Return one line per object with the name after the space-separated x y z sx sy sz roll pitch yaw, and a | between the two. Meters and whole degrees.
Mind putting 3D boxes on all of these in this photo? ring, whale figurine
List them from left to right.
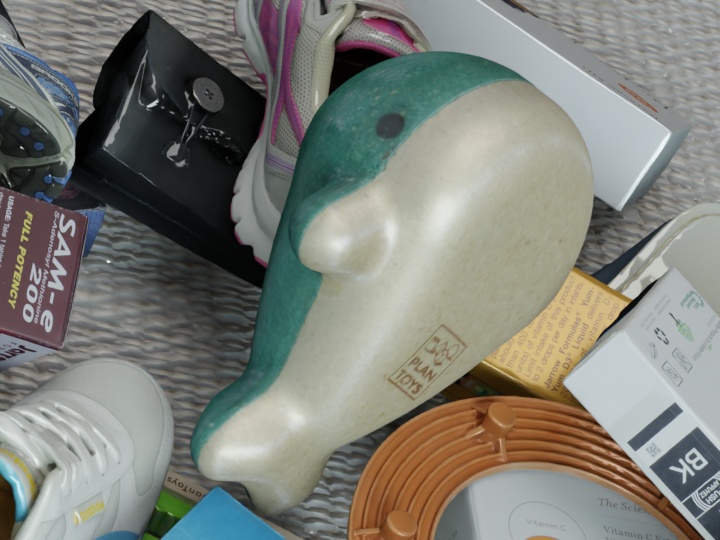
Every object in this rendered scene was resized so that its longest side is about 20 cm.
0.000 0.000 1.135 0.104 0.200 0.159 41 1 30 | whale figurine
0.089 0.124 1.101 0.200 0.019 0.201 16 44 -16 | ring

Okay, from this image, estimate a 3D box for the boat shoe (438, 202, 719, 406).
0.103 0.040 1.319 0.075 0.062 0.200 47 64 2 | boat shoe

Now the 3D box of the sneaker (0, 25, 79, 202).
-0.208 -0.098 1.233 0.200 0.077 0.085 34 30 -7 | sneaker

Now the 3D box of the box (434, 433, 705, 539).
0.098 0.184 1.141 0.152 0.106 0.200 12 44 -19 | box

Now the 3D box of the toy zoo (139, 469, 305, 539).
-0.099 0.154 1.122 0.131 0.020 0.200 27 41 -4 | toy zoo

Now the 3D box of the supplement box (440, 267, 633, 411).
0.091 0.041 1.243 0.200 0.067 0.069 28 69 -5 | supplement box

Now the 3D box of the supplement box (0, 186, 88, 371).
-0.221 -0.014 1.121 0.200 0.109 0.061 18 70 -28 | supplement box

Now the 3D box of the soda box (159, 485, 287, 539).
-0.090 0.167 1.048 0.068 0.064 0.200 38 41 9 | soda box

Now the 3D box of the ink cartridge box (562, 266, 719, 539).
0.170 0.093 1.143 0.200 0.039 0.099 47 23 3 | ink cartridge box

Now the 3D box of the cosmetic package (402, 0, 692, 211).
0.066 -0.107 1.411 0.200 0.052 0.151 35 11 5 | cosmetic package

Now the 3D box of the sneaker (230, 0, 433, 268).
-0.002 -0.093 1.254 0.081 0.088 0.201 17 53 -27 | sneaker

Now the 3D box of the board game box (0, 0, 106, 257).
-0.226 -0.058 1.252 0.200 0.035 0.136 -6 53 -35 | board game box

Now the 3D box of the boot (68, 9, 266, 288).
-0.029 -0.054 1.319 0.200 0.066 0.165 29 40 -14 | boot

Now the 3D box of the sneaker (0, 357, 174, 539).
-0.128 0.088 1.094 0.076 0.081 0.200 34 40 9 | sneaker
